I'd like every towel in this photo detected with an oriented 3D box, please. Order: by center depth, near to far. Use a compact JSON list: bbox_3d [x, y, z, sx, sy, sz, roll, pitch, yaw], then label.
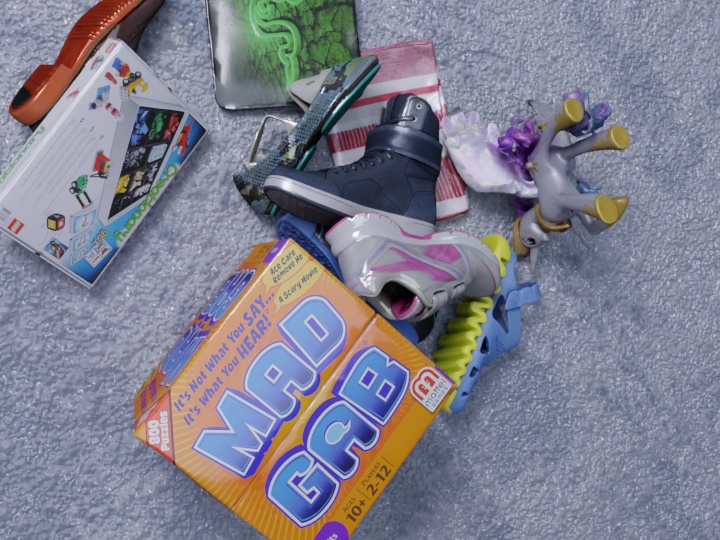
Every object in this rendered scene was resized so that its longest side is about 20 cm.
[{"bbox_3d":[0.035,-0.144,0.852,0.142,0.023,0.203,-15,95,-15],"label":"towel"}]

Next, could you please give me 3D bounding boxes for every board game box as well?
[{"bbox_3d":[-0.072,0.113,0.729,0.199,0.200,0.201,41,79,-13],"label":"board game box"},{"bbox_3d":[-0.247,-0.099,0.735,0.201,0.034,0.126,-55,135,-10],"label":"board game box"}]

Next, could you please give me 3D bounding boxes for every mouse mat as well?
[{"bbox_3d":[-0.082,-0.273,0.813,0.158,0.008,0.204,-6,89,-8],"label":"mouse mat"}]

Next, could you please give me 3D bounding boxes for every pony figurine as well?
[{"bbox_3d":[0.195,-0.107,0.824,0.164,0.200,0.196,-13,82,-20],"label":"pony figurine"}]

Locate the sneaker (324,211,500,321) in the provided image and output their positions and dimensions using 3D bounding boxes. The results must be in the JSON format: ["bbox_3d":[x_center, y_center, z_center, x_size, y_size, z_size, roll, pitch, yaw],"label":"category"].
[{"bbox_3d":[0.057,0.011,0.760,0.197,0.081,0.090,9,62,-28],"label":"sneaker"}]

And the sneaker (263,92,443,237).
[{"bbox_3d":[0.000,-0.114,0.773,0.200,0.076,0.149,13,84,-36],"label":"sneaker"}]

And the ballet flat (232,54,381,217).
[{"bbox_3d":[-0.061,-0.150,0.787,0.074,0.074,0.201,36,93,-13],"label":"ballet flat"}]

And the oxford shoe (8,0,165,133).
[{"bbox_3d":[-0.250,-0.205,0.757,0.201,0.071,0.073,-52,131,-12],"label":"oxford shoe"}]

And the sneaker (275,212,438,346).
[{"bbox_3d":[0.000,0.000,0.826,0.200,0.070,0.078,44,56,-5],"label":"sneaker"}]

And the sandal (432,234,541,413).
[{"bbox_3d":[0.142,0.067,0.858,0.086,0.079,0.202,26,85,-18],"label":"sandal"}]
